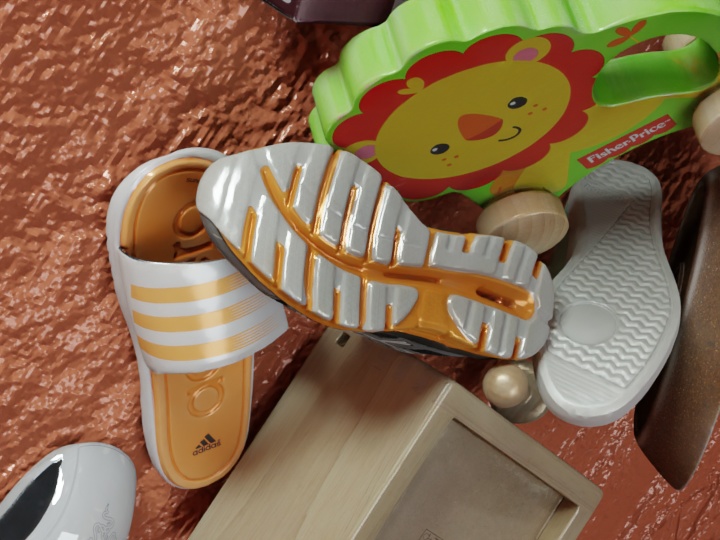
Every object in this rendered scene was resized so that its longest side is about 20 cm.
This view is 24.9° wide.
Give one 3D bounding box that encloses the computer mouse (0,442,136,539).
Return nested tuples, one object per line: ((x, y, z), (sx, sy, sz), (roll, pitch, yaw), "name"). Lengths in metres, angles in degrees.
((-0.179, 0.173, 0.812), (0.200, 0.044, 0.110), (-52, 136, 3), "computer mouse")

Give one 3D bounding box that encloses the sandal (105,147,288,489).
((-0.070, 0.035, 0.796), (0.079, 0.059, 0.207), (-24, 131, -26), "sandal")

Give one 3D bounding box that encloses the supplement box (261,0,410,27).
((0.023, -0.208, 0.705), (0.109, 0.061, 0.200), (-4, 121, -38), "supplement box")

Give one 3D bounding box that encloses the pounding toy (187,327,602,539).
((0.013, 0.151, 0.908), (0.200, 0.142, 0.184), (37, 85, -42), "pounding toy")

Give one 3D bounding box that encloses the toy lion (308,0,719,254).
((0.083, -0.085, 0.773), (0.200, 0.069, 0.192), (-26, 151, 19), "toy lion")

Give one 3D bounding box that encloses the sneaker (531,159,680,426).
((0.132, 0.042, 0.892), (0.201, 0.074, 0.118), (-71, 167, -50), "sneaker")

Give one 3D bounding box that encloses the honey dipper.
((0.082, 0.065, 0.883), (0.038, 0.038, 0.200), (-52, 169, 2), "honey dipper")

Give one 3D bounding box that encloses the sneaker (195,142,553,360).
((0.000, 0.000, 0.779), (0.200, 0.077, 0.078), (25, 72, -34), "sneaker")

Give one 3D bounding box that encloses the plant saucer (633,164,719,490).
((0.191, 0.025, 0.932), (0.200, 0.034, 0.201), (14, 90, -84), "plant saucer")
